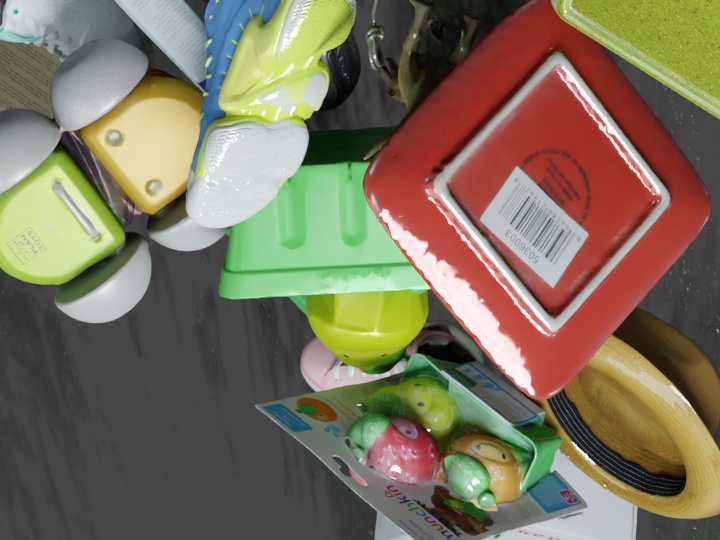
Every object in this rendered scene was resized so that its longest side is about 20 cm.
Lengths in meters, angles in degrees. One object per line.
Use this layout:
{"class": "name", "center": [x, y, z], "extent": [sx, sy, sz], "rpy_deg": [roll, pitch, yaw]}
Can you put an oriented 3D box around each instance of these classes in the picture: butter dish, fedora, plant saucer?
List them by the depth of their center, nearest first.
{"class": "plant saucer", "center": [0.192, -0.175, 1.237], "extent": [0.199, 0.048, 0.200], "rpy_deg": [35, 151, 18]}
{"class": "butter dish", "center": [0.095, -0.047, 1.391], "extent": [0.200, 0.200, 0.148], "rpy_deg": [49, 160, -16]}
{"class": "fedora", "center": [0.206, 0.093, 1.545], "extent": [0.200, 0.082, 0.201], "rpy_deg": [32, 152, 19]}

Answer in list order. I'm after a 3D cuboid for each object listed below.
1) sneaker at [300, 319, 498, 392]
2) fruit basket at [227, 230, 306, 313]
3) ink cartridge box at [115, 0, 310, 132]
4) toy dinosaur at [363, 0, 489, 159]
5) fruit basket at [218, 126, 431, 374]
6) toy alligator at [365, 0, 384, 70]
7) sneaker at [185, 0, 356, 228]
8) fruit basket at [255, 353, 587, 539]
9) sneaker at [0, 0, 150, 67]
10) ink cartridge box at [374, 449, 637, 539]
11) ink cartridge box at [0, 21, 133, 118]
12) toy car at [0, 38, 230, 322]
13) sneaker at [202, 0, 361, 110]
{"class": "sneaker", "center": [0.032, 0.074, 1.759], "extent": [0.199, 0.076, 0.105], "rpy_deg": [19, 148, 27]}
{"class": "fruit basket", "center": [-0.063, -0.040, 1.726], "extent": [0.185, 0.094, 0.200], "rpy_deg": [45, 170, -14]}
{"class": "ink cartridge box", "center": [-0.125, -0.169, 1.573], "extent": [0.200, 0.041, 0.200], "rpy_deg": [46, -179, 6]}
{"class": "toy dinosaur", "center": [0.044, -0.128, 1.411], "extent": [0.058, 0.200, 0.102], "rpy_deg": [18, 107, -4]}
{"class": "fruit basket", "center": [0.000, 0.000, 1.547], "extent": [0.216, 0.215, 0.156], "rpy_deg": [52, -167, -15]}
{"class": "toy alligator", "center": [0.016, -0.226, 1.390], "extent": [0.054, 0.060, 0.201], "rpy_deg": [-9, 124, 4]}
{"class": "sneaker", "center": [-0.075, -0.131, 1.443], "extent": [0.075, 0.201, 0.105], "rpy_deg": [15, -156, -41]}
{"class": "fruit basket", "center": [0.050, 0.128, 1.526], "extent": [0.185, 0.199, 0.094], "rpy_deg": [38, 112, 31]}
{"class": "sneaker", "center": [-0.245, -0.196, 1.613], "extent": [0.075, 0.089, 0.200], "rpy_deg": [-15, 124, 42]}
{"class": "ink cartridge box", "center": [0.119, 0.189, 1.725], "extent": [0.143, 0.085, 0.200], "rpy_deg": [14, 160, -22]}
{"class": "ink cartridge box", "center": [-0.296, -0.211, 1.767], "extent": [0.199, 0.075, 0.165], "rpy_deg": [35, 135, 11]}
{"class": "toy car", "center": [-0.202, -0.076, 1.601], "extent": [0.175, 0.199, 0.150], "rpy_deg": [53, 177, -23]}
{"class": "sneaker", "center": [-0.082, -0.208, 1.560], "extent": [0.200, 0.075, 0.116], "rpy_deg": [45, -178, -32]}
